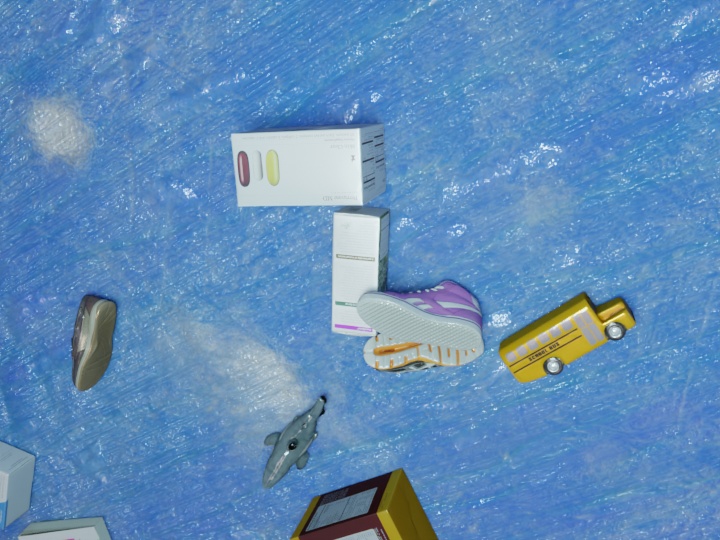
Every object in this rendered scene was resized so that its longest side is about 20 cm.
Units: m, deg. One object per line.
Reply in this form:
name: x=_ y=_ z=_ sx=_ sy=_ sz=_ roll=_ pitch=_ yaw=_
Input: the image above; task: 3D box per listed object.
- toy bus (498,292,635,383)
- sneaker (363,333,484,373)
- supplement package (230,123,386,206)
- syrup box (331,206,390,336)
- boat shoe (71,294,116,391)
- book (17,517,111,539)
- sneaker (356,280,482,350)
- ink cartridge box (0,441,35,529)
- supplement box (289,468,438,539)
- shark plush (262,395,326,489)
toy bus: x=0.320 y=0.100 z=1.044 sx=0.200 sy=0.065 sz=0.078 roll=-36 pitch=91 yaw=22
sneaker: x=0.105 y=0.131 z=1.113 sx=0.199 sy=0.077 sz=0.079 roll=-4 pitch=67 yaw=1
supplement package: x=-0.074 y=-0.165 z=1.037 sx=0.199 sy=0.156 sz=0.111 roll=0 pitch=105 yaw=15
syrup box: x=0.000 y=0.000 z=1.100 sx=0.081 sy=0.079 sz=0.201 roll=6 pitch=106 yaw=14
boat shoe: x=-0.524 y=0.138 z=1.295 sx=0.065 sy=0.072 sz=0.201 roll=27 pitch=113 yaw=20
book: x=-0.629 y=0.612 z=1.464 sx=0.199 sy=0.048 sz=0.134 roll=-12 pitch=105 yaw=17
sneaker: x=0.095 y=0.056 z=1.069 sx=0.200 sy=0.115 sz=0.073 roll=16 pitch=131 yaw=-3
ink cartridge box: x=-0.820 y=0.444 z=1.448 sx=0.199 sy=0.084 sz=0.146 roll=18 pitch=109 yaw=11
supplement box: x=0.018 y=0.499 z=1.199 sx=0.199 sy=0.133 sz=0.198 roll=-24 pitch=97 yaw=20
shark plush: x=-0.109 y=0.311 z=1.211 sx=0.091 sy=0.083 sz=0.200 roll=46 pitch=111 yaw=0
